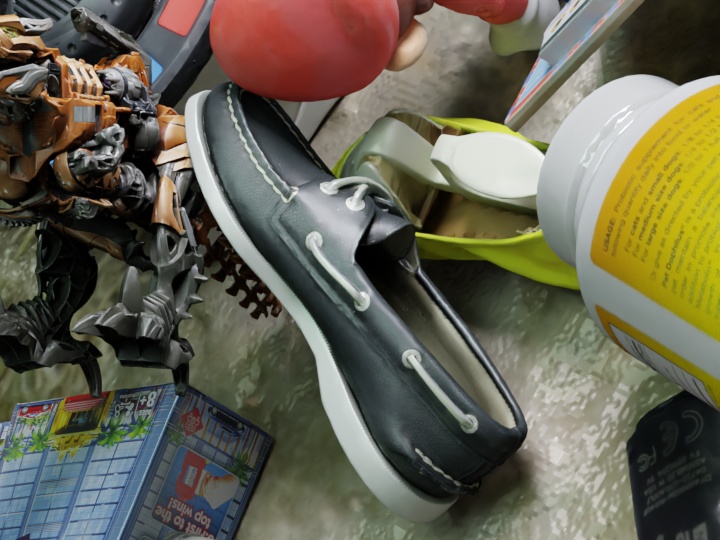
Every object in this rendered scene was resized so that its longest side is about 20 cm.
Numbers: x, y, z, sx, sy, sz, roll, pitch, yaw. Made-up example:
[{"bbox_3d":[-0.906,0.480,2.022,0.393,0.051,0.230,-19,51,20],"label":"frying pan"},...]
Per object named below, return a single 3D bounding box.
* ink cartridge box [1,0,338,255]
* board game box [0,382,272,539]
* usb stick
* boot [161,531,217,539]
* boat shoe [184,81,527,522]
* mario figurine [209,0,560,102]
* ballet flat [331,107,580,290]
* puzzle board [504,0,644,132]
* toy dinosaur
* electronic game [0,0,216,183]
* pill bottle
[{"bbox_3d":[-0.099,-0.116,1.318,0.147,0.083,0.200,-54,41,2],"label":"ink cartridge box"},{"bbox_3d":[-0.148,0.158,1.204,0.200,0.062,0.200,-10,57,40],"label":"board game box"},{"bbox_3d":[0.124,0.131,0.980,0.055,0.033,0.200,-34,45,35],"label":"usb stick"},{"bbox_3d":[-0.029,0.193,1.074,0.130,0.068,0.200,-11,65,34],"label":"boot"},{"bbox_3d":[0.000,0.000,1.121,0.060,0.076,0.200,-38,75,26],"label":"boat shoe"},{"bbox_3d":[0.013,-0.137,1.170,0.200,0.106,0.123,-38,58,-26],"label":"mario figurine"},{"bbox_3d":[0.039,-0.036,1.144,0.200,0.067,0.067,14,75,48],"label":"ballet flat"},{"bbox_3d":[0.127,-0.153,1.073,0.200,0.017,0.151,-47,10,49],"label":"puzzle board"},{"bbox_3d":[-0.093,-0.026,1.140,0.102,0.200,0.136,-20,51,55],"label":"toy dinosaur"},{"bbox_3d":[-0.124,-0.123,1.250,0.200,0.042,0.200,-23,51,32],"label":"electronic game"},{"bbox_3d":[0.150,0.001,0.977,0.109,0.109,0.200,-56,42,0],"label":"pill bottle"}]
